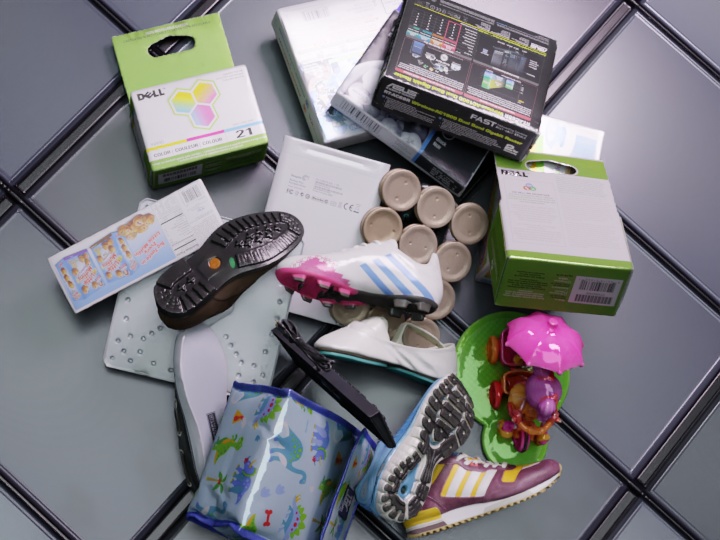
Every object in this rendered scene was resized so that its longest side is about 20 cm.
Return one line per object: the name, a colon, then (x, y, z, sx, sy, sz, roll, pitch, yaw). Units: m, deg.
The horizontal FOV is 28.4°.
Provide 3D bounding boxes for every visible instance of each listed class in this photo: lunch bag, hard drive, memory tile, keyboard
lunch bag: (-0.072, 0.241, 1.604, 0.200, 0.127, 0.171, 35, 70, -41)
hard drive: (-0.053, -0.046, 1.700, 0.131, 0.027, 0.202, 15, 95, -1)
memory tile: (0.057, -0.008, 1.702, 0.152, 0.017, 0.201, 23, 93, -21)
keyboard: (-0.037, 0.115, 1.589, 0.021, 0.127, 0.200, -43, 46, -11)

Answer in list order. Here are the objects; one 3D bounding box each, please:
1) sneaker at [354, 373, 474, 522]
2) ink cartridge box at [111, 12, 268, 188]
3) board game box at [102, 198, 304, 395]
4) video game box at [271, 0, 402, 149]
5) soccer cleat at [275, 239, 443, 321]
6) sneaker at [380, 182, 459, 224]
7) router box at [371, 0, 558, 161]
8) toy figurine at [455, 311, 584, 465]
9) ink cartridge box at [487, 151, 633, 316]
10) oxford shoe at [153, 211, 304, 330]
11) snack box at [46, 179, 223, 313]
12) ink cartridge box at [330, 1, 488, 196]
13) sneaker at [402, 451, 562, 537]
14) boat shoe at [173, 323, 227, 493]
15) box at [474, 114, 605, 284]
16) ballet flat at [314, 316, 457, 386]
sneaker: (0.055, 0.195, 1.633, 0.200, 0.090, 0.079, -51, 119, -30)
ink cartridge box: (-0.211, -0.219, 1.726, 0.147, 0.076, 0.202, -15, 80, -12)
board game box: (-0.183, 0.035, 1.671, 0.198, 0.026, 0.202, 14, 91, -4)
video game box: (0.010, -0.258, 1.781, 0.198, 0.047, 0.184, -16, 77, -20)
soccer cleat: (0.000, 0.000, 1.649, 0.198, 0.070, 0.087, 12, 67, -11)
sneaker: (0.024, -0.082, 1.745, 0.198, 0.075, 0.080, 16, 86, 4)
router box: (0.126, -0.233, 1.686, 0.198, 0.062, 0.151, 20, 56, -5)
toy figurine: (0.196, 0.128, 1.650, 0.149, 0.184, 0.202, 2, 76, -8)
ink cartridge box: (0.224, -0.049, 1.656, 0.146, 0.076, 0.201, 6, 42, -7)
oxford shoe: (-0.151, -0.001, 1.629, 0.199, 0.085, 0.073, -32, 67, -20)
snack box: (-0.256, -0.028, 1.638, 0.199, 0.024, 0.072, -28, 95, -3)
ink cartridge box: (0.094, -0.227, 1.751, 0.197, 0.043, 0.201, 35, 66, -4)
sneaker: (0.133, 0.241, 1.653, 0.198, 0.075, 0.091, -20, 80, 1)
boat shoe: (-0.188, 0.163, 1.634, 0.068, 0.056, 0.202, -5, 84, -46)
box: (0.219, -0.077, 1.747, 0.111, 0.101, 0.202, 14, 74, -5)
ballet flat: (0.033, 0.088, 1.669, 0.199, 0.069, 0.070, 18, 72, -32)
